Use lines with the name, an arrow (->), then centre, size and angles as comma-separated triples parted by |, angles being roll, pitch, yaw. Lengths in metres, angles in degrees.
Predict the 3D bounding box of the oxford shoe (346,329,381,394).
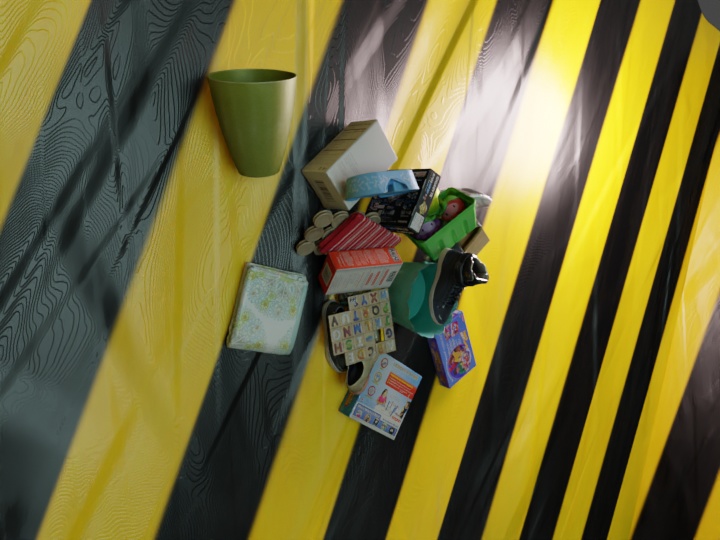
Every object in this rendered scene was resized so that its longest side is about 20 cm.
oxford shoe -> 0.010, 0.225, 1.488 | 0.074, 0.069, 0.204 | 61, 40, -66

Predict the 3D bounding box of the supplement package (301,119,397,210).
supplement package -> -0.025, -0.261, 1.378 | 0.200, 0.116, 0.118 | -48, 123, -21

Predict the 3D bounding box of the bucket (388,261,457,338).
bucket -> 0.164, 0.073, 1.567 | 0.204, 0.134, 0.213 | -8, 103, -36

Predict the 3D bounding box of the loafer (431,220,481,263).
loafer -> 0.275, -0.068, 1.623 | 0.072, 0.072, 0.202 | 28, 96, -36

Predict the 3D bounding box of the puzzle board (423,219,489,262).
puzzle board -> 0.292, -0.067, 1.690 | 0.200, 0.017, 0.151 | -47, 127, -4

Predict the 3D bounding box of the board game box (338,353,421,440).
board game box -> 0.060, 0.347, 1.580 | 0.199, 0.055, 0.199 | 36, 75, -36

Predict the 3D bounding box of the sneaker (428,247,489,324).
sneaker -> 0.256, 0.051, 1.460 | 0.076, 0.145, 0.208 | 7, 94, -38

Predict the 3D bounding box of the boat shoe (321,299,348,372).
boat shoe -> -0.058, 0.178, 1.461 | 0.068, 0.056, 0.205 | -21, 110, -33

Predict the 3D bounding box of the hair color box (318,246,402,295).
hair color box -> 0.000, 0.000, 1.433 | 0.196, 0.062, 0.102 | -5, 142, -30

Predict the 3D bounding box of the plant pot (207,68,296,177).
plant pot -> -0.224, -0.311, 1.196 | 0.184, 0.186, 0.204 | -19, 123, -34

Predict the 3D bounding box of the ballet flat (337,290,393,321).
ballet flat -> 0.023, 0.083, 1.510 | 0.198, 0.067, 0.077 | 28, 65, -35

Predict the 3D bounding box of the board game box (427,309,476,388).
board game box -> 0.283, 0.243, 1.745 | 0.133, 0.044, 0.204 | -31, 115, -30

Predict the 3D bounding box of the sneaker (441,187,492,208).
sneaker -> 0.313, -0.201, 1.693 | 0.196, 0.075, 0.084 | -4, 115, -32

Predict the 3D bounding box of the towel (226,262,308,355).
towel -> -0.219, 0.093, 1.331 | 0.168, 0.048, 0.205 | 15, 88, -35

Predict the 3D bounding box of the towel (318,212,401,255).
towel -> 0.001, -0.070, 1.416 | 0.144, 0.023, 0.198 | -39, 145, 21

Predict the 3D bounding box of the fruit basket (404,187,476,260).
fruit basket -> 0.200, -0.166, 1.540 | 0.211, 0.155, 0.220 | -12, 118, -22

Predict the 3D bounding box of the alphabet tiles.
alphabet tiles -> 0.005, 0.147, 1.450 | 0.197, 0.007, 0.172 | -11, 96, -35

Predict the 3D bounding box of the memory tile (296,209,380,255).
memory tile -> -0.054, -0.092, 1.388 | 0.197, 0.017, 0.154 | -1, 141, -38

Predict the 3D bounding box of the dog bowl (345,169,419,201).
dog bowl -> 0.049, -0.201, 1.310 | 0.197, 0.110, 0.051 | -12, 93, -38

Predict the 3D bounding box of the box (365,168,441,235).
box -> 0.100, -0.179, 1.437 | 0.046, 0.198, 0.162 | 28, 80, -35
